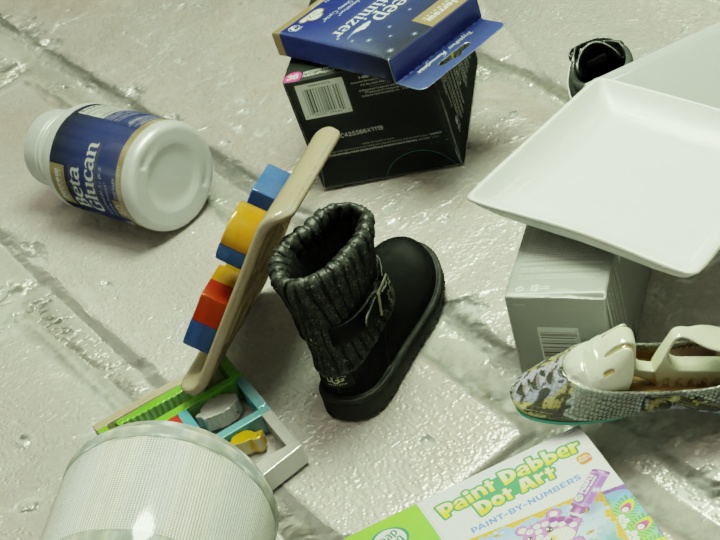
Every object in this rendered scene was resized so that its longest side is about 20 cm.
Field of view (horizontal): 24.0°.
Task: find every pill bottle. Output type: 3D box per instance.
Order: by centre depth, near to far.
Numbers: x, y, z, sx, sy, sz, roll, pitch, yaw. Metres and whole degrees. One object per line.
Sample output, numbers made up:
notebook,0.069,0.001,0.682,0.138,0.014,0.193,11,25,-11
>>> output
pill bottle,-0.253,-0.110,1.723,0.199,0.111,0.111,15,47,43

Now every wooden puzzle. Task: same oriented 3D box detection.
wooden puzzle,-0.094,-0.016,1.428,0.046,0.200,0.185,28,30,-1

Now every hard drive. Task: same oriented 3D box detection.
hard drive,0.312,-0.144,1.474,0.199,0.027,0.132,-25,75,-7

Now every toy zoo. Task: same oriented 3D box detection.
toy zoo,-0.127,0.148,1.371,0.131,0.021,0.200,-29,34,-12

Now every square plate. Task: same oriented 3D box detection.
square plate,0.218,-0.071,1.309,0.199,0.029,0.198,21,46,32

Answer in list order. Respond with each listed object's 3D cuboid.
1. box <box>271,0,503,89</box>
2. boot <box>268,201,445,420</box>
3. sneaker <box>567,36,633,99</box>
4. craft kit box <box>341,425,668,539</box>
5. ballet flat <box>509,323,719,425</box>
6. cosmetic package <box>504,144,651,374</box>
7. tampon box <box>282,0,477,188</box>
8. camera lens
box,0.025,-0.227,1.579,0.121,0.033,0.200,-40,39,-27
boot,0.002,0.000,1.384,0.079,0.158,0.212,-5,37,22
sneaker,0.227,-0.186,1.581,0.070,0.099,0.200,-19,32,6
craft kit box,0.106,0.212,1.137,0.199,0.049,0.198,-25,31,-7
ballet flat,0.207,0.068,1.216,0.199,0.072,0.072,-1,35,1
cosmetic package,0.178,-0.003,1.342,0.090,0.107,0.200,0,40,23
tampon box,0.025,-0.199,1.683,0.149,0.127,0.200,-10,35,16
camera lens,-0.146,0.215,1.159,0.159,0.160,0.200,-10,35,16
